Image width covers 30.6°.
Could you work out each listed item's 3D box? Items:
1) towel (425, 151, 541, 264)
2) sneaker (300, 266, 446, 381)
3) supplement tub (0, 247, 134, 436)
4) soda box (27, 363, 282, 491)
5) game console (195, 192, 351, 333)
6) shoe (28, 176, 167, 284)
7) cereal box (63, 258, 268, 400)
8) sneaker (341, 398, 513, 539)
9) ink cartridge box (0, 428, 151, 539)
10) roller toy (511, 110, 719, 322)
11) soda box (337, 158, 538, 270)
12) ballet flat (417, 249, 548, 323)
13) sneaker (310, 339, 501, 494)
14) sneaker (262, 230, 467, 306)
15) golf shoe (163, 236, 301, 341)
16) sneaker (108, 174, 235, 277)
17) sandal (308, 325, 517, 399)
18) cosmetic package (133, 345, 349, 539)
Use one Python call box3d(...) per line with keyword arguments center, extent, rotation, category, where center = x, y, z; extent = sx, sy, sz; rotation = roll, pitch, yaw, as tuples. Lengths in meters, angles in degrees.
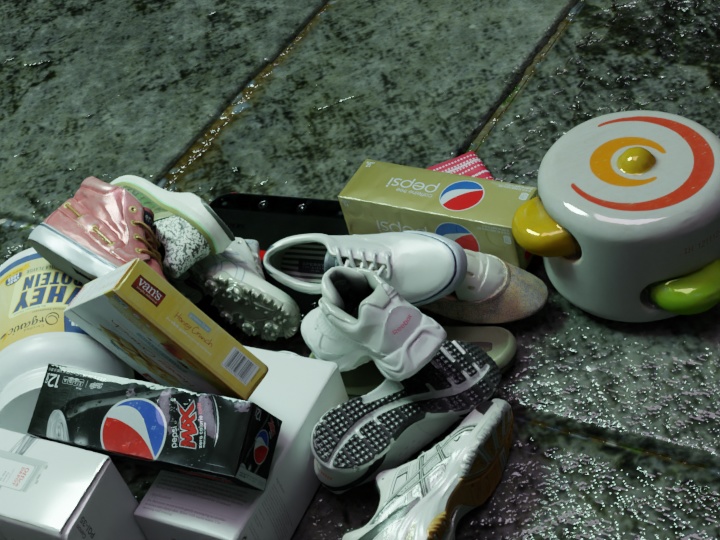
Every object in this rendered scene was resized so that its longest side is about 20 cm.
box3d(center=(0.091, -0.048, 1.384), extent=(0.144, 0.023, 0.200), rotation=(-21, 41, -5), category="towel")
box3d(center=(-0.005, 0.034, 1.164), extent=(0.078, 0.099, 0.200), rotation=(-46, 20, -22), category="sneaker")
box3d(center=(-0.292, 0.085, 1.276), extent=(0.144, 0.145, 0.200), rotation=(-17, 41, 0), category="supplement tub")
box3d(center=(-0.172, 0.130, 1.099), extent=(0.199, 0.071, 0.064), rotation=(8, 74, 21), category="soda box")
box3d(center=(-0.104, -0.010, 1.409), extent=(0.199, 0.031, 0.177), rotation=(5, 52, 25), category="game console")
box3d(center=(-0.212, -0.016, 1.228), extent=(0.200, 0.072, 0.091), rotation=(29, 70, 26), category="shoe")
box3d(center=(-0.172, 0.059, 1.134), extent=(0.040, 0.144, 0.200), rotation=(-55, 14, -20), category="cereal box")
box3d(center=(0.057, 0.177, 1.110), extent=(0.087, 0.076, 0.200), rotation=(16, 51, 32), category="sneaker")
box3d(center=(-0.286, 0.212, 1.134), extent=(0.199, 0.147, 0.083), rotation=(9, 51, 26), category="ink cartridge box")
box3d(center=(0.257, -0.058, 1.239), extent=(0.199, 0.140, 0.183), rotation=(11, 47, 23), category="roller toy")
box3d(center=(0.080, -0.055, 1.326), extent=(0.199, 0.068, 0.064), rotation=(12, 49, 29), category="soda box")
box3d(center=(0.078, 0.008, 1.262), extent=(0.199, 0.067, 0.068), rotation=(4, 57, 18), category="ballet flat")
box3d(center=(0.037, 0.129, 1.167), extent=(0.199, 0.080, 0.074), rotation=(-25, 62, -24), category="sneaker")
box3d(center=(0.000, 0.000, 1.225), extent=(0.199, 0.073, 0.071), rotation=(-3, -1, 29), category="sneaker")
box3d(center=(-0.124, 0.001, 1.337), extent=(0.200, 0.078, 0.097), rotation=(23, 54, 33), category="golf shoe")
box3d(center=(-0.220, -0.038, 1.324), extent=(0.200, 0.077, 0.089), rotation=(11, 50, 46), category="sneaker")
box3d(center=(0.046, 0.071, 1.242), extent=(0.200, 0.057, 0.080), rotation=(-9, 42, 9), category="sandal")
box3d(center=(-0.097, 0.170, 1.163), extent=(0.107, 0.085, 0.200), rotation=(10, 48, 28), category="cosmetic package")
